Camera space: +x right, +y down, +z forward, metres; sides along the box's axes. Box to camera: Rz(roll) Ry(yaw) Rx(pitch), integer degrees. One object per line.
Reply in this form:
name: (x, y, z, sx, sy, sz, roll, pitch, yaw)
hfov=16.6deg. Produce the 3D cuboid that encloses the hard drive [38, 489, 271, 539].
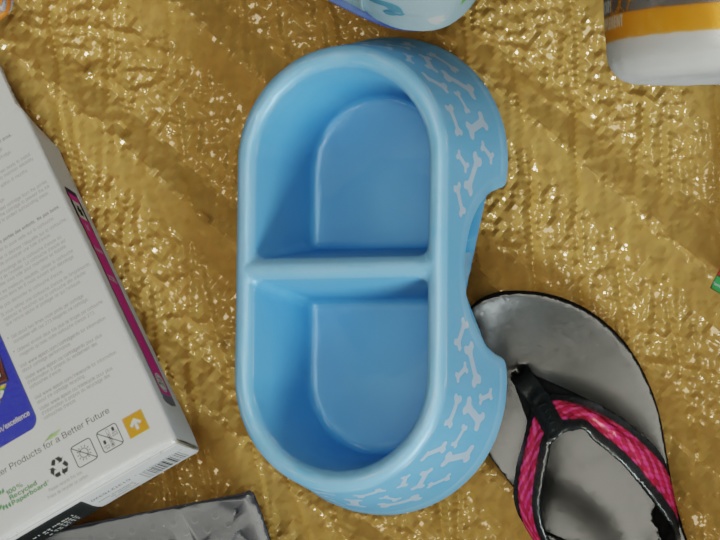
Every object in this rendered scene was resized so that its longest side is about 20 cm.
hard drive: (-0.081, 0.203, 1.058, 0.134, 0.042, 0.201, -12, 88, 9)

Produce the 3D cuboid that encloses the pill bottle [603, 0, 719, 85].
pill bottle: (0.151, -0.177, 0.978, 0.116, 0.116, 0.201, -3, 90, 9)

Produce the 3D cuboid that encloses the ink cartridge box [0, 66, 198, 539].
ink cartridge box: (-0.153, 0.013, 1.058, 0.094, 0.037, 0.200, -30, 74, 8)

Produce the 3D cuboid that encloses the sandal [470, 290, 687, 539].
sandal: (0.101, 0.099, 1.026, 0.075, 0.045, 0.201, -24, 87, 10)

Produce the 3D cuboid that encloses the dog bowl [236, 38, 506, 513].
dog bowl: (0.000, 0.000, 1.020, 0.111, 0.050, 0.201, -1, 85, 23)

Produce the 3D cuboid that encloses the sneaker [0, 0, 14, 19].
sneaker: (-0.232, -0.185, 1.058, 0.112, 0.078, 0.201, -19, 88, 8)

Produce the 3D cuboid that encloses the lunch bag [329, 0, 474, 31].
lunch bag: (-0.015, -0.205, 1.006, 0.199, 0.082, 0.161, 27, 73, 7)

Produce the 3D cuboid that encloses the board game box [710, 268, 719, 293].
board game box: (0.249, 0.013, 0.985, 0.200, 0.019, 0.103, 29, 122, 11)
